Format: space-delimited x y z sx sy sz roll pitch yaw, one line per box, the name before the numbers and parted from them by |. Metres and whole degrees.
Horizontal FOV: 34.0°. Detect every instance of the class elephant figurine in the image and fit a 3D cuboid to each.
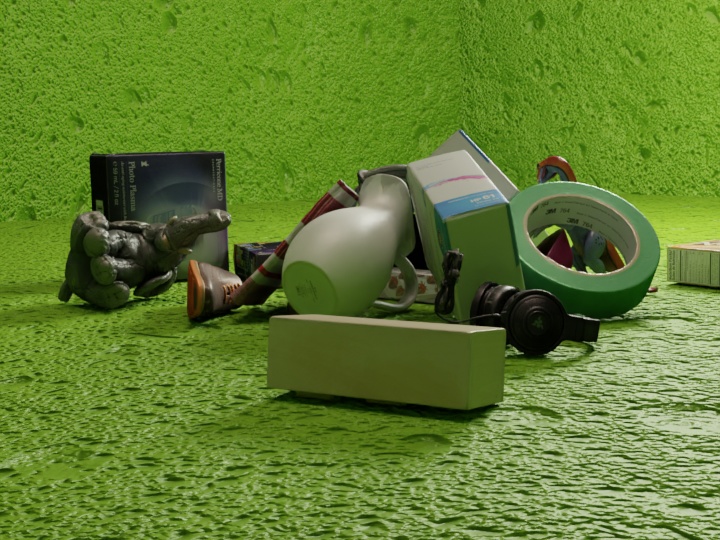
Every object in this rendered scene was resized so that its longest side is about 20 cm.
elephant figurine | -0.299 -0.020 1.637 0.198 0.144 0.154 -16 30 -41

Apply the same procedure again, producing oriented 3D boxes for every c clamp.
c clamp | 0.000 -0.072 1.618 0.169 0.201 0.027 11 38 -35

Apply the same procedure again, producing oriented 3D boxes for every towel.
towel | -0.082 -0.034 1.501 0.023 0.200 0.144 43 3 6

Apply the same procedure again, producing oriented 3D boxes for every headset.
headset | 0.161 0.035 1.227 0.197 0.096 0.123 8 1 -32

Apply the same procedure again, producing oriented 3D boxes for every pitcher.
pitcher | 0.000 0.000 1.432 0.120 0.174 0.200 -8 22 38

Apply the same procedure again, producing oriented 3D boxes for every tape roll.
tape roll | 0.268 -0.028 1.454 0.197 0.049 0.202 6 43 -5

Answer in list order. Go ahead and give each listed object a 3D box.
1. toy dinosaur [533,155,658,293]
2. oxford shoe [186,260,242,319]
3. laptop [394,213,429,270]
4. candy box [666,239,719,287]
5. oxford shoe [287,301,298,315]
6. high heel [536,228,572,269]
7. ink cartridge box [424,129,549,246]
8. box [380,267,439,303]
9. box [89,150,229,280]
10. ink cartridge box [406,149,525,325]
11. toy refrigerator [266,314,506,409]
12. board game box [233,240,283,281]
toy dinosaur | 0.297 -0.062 1.603 0.196 0.185 0.105 0 2 -13
oxford shoe | -0.185 0.022 1.511 0.072 0.073 0.200 3 6 -5
laptop | 0.144 -0.029 1.657 0.184 0.118 0.199 3 8 25
candy box | 0.541 -0.007 1.642 0.114 0.056 0.199 -7 8 -36
oxford shoe | -0.060 0.012 1.562 0.070 0.073 0.200 -3 5 2
high heel | 0.195 0.002 1.470 0.198 0.098 0.067 -6 9 -35
ink cartridge box | 0.187 -0.092 1.710 0.145 0.084 0.200 51 4 32
box | 0.040 0.017 1.622 0.198 0.039 0.041 5 8 40
box | -0.318 -0.088 1.875 0.195 0.204 0.123 -5 7 -26
ink cartridge box | 0.123 -0.040 1.387 0.083 0.147 0.200 -16 25 -5
toy refrigerator | 0.020 0.079 1.019 0.197 0.071 0.076 3 1 30
board game box | -0.086 -0.015 1.834 0.197 0.058 0.165 -4 6 -18
